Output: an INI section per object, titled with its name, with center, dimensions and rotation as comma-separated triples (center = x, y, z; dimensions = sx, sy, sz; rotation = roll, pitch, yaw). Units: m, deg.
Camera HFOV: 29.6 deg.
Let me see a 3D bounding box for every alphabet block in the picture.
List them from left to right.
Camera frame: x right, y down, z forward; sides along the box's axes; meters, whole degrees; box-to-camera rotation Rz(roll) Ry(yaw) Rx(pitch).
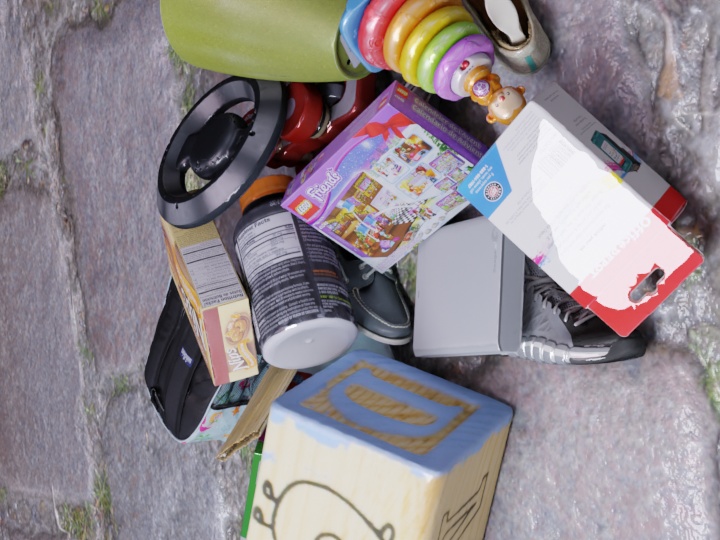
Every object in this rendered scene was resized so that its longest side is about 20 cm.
[alphabet block]
center = 0.018, 0.222, 1.366
dimensions = 0.195, 0.196, 0.200
rotation = 20, 112, 25

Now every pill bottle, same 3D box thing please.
[pill bottle]
center = -0.075, -0.004, 1.458
dimensions = 0.106, 0.106, 0.200
rotation = -48, 48, 43

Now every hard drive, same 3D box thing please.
[hard drive]
center = 0.104, 0.018, 1.341
dimensions = 0.200, 0.026, 0.132
rotation = 166, 108, -69

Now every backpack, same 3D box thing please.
[backpack]
center = -0.179, 0.109, 1.666
dimensions = 0.178, 0.150, 0.200
rotation = 51, 124, 40

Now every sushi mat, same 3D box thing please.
[sushi mat]
center = -0.091, 0.120, 1.499
dimensions = 0.012, 0.200, 0.096
rotation = 39, 140, -11

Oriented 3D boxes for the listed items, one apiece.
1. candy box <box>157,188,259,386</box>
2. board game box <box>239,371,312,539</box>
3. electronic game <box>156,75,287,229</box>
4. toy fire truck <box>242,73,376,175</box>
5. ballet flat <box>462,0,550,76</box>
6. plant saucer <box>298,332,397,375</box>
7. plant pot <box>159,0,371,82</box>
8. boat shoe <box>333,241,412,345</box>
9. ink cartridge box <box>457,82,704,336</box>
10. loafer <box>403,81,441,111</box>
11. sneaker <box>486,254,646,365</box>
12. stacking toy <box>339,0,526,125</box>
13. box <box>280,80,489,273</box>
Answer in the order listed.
[candy box]
center = -0.169, 0.016, 1.503
dimensions = 0.200, 0.055, 0.116
rotation = -119, 18, -45
[board game box]
center = -0.094, 0.221, 1.508
dimensions = 0.200, 0.040, 0.153
rotation = -78, -1, -68
[electronic game]
center = -0.152, -0.134, 1.477
dimensions = 0.200, 0.042, 0.200
rotation = -31, 41, 32
[toy fire truck]
center = -0.054, -0.196, 1.519
dimensions = 0.200, 0.112, 0.168
rotation = -23, 58, 49
[ballet flat]
center = 0.123, -0.276, 1.306
dimensions = 0.067, 0.062, 0.200
rotation = -34, 68, 10
[plant saucer]
center = -0.005, 0.133, 1.545
dimensions = 0.201, 0.039, 0.202
rotation = 8, 101, 50
[plant pot]
center = -0.070, -0.268, 1.396
dimensions = 0.200, 0.187, 0.188
rotation = 27, 116, 33
[boat shoe]
center = 0.000, 0.000, 1.495
dimensions = 0.200, 0.073, 0.062
rotation = 55, 137, 38
[ink cartridge box]
center = 0.200, -0.053, 1.198
dimensions = 0.200, 0.067, 0.116
rotation = 43, 123, 5
[loafer]
center = 0.062, -0.143, 1.412
dimensions = 0.072, 0.073, 0.200
rotation = 34, 129, 10
[sneaker]
center = 0.180, 0.026, 1.275
dimensions = 0.200, 0.075, 0.116
rotation = 1, 94, 52
[stacking toy]
center = 0.083, -0.200, 1.276
dimensions = 0.116, 0.110, 0.200
rotation = -43, 61, 0
[box]
center = 0.029, -0.090, 1.382
dimensions = 0.200, 0.137, 0.039
rotation = -39, 25, 44
